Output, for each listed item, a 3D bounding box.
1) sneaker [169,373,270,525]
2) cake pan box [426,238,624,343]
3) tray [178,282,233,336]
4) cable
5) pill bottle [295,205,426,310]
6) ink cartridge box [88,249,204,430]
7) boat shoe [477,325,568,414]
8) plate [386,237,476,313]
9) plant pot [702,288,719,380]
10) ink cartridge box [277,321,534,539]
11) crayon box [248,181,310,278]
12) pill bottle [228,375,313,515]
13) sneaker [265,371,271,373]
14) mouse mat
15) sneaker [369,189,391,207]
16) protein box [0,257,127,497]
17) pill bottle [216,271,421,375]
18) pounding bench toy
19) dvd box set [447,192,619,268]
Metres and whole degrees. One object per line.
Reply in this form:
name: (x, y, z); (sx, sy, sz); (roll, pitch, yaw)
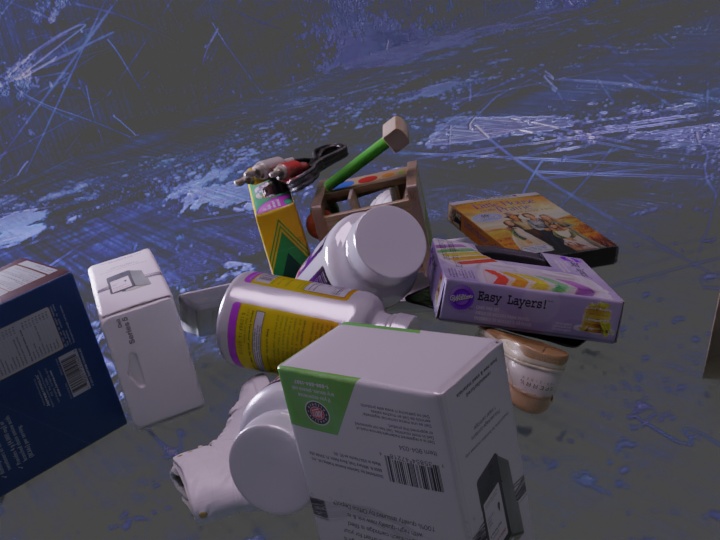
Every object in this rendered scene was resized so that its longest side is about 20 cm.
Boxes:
sneaker: (-0.132, 0.170, 0.888); (0.115, 0.074, 0.200); (-13, 22, -7)
cake pan box: (0.168, 0.017, 0.979); (0.183, 0.053, 0.200); (10, 14, 0)
tray: (-0.176, 0.052, 1.162); (0.107, 0.022, 0.200); (-13, -13, -13)
cable: (-0.070, -0.146, 1.192); (0.097, 0.051, 0.200); (-2, 24, 40)
pill bottle: (0.000, 0.000, 1.034); (0.111, 0.112, 0.200); (-24, -8, -25)
ink cartridge box: (-0.258, 0.077, 1.082); (0.084, 0.146, 0.200); (-18, 22, -14)
boat shoe: (0.147, 0.098, 0.888); (0.073, 0.069, 0.200); (15, 0, 0)
plate: (0.112, 0.008, 1.201); (0.199, 0.032, 0.200); (-7, 22, 21)
plant pot: (0.420, 0.026, 0.792); (0.199, 0.188, 0.187); (12, 30, 22)
ink cartridge box: (0.037, 0.149, 0.657); (0.145, 0.201, 0.084); (4, 25, 39)
crayon box: (-0.101, -0.031, 1.237); (0.058, 0.173, 0.200); (-16, 21, -5)
pill bottle: (-0.033, 0.131, 0.790); (0.109, 0.110, 0.200); (-5, 13, 23)
sneaker: (-0.069, 0.082, 1.048); (0.200, 0.091, 0.076); (11, 32, 44)
mouse mat: (0.167, 0.040, 1.006); (0.199, 0.008, 0.161); (16, 18, 27)
sneaker: (0.038, -0.061, 1.396); (0.087, 0.075, 0.200); (19, 44, 36)
protein box: (-0.404, 0.122, 1.006); (0.200, 0.199, 0.135); (-30, 26, -35)
pill bottle: (-0.042, 0.066, 0.946); (0.199, 0.105, 0.104); (10, 29, 20)
pounding bench toy: (0.004, -0.091, 1.198); (0.155, 0.201, 0.124); (-10, 21, 8)
dvd box set: (0.224, -0.051, 1.201); (0.146, 0.030, 0.200); (-8, 27, -19)
